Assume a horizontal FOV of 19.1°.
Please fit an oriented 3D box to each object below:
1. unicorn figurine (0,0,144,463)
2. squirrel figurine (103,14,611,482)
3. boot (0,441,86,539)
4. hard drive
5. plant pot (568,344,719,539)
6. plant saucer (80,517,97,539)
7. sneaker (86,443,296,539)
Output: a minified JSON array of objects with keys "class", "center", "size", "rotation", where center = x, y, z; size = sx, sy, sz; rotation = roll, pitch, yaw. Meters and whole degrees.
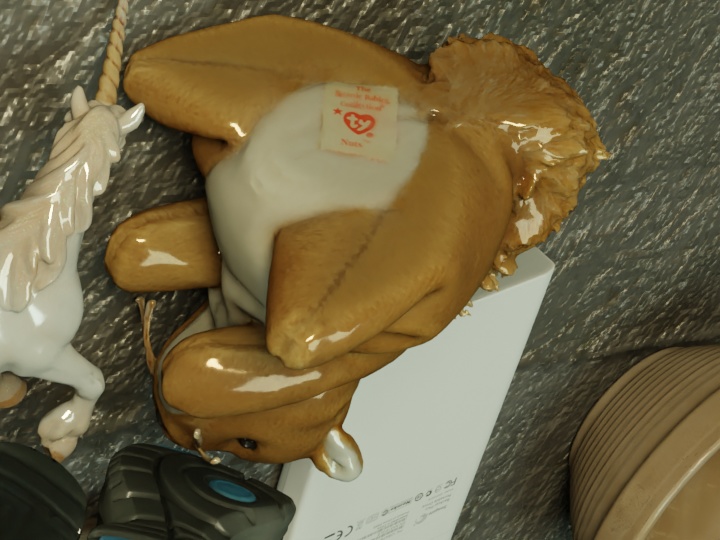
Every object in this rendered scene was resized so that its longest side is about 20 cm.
[{"class":"unicorn figurine","center":[-0.138,0.016,0.735],"size":[0.199,0.074,0.138],"rotation":[-32,152,-27]},{"class":"squirrel figurine","center":[0.000,0.000,0.833],"size":[0.199,0.142,0.187],"rotation":[-25,151,-27]},{"class":"boot","center":[-0.168,0.164,0.736],"size":[0.198,0.073,0.163],"rotation":[-49,168,-47]},{"class":"hard drive","center":[0.016,0.084,1.056],"size":[0.131,0.027,0.201],"rotation":[-20,141,-37]},{"class":"plant pot","center":[0.185,0.112,1.233],"size":[0.200,0.093,0.202],"rotation":[-32,146,-24]},{"class":"plant saucer","center":[-0.161,0.182,0.950],"size":[0.199,0.029,0.201],"rotation":[-32,147,-24]},{"class":"sneaker","center":[-0.075,0.121,0.796],"size":[0.200,0.073,0.083],"rotation":[-49,156,-78]}]
